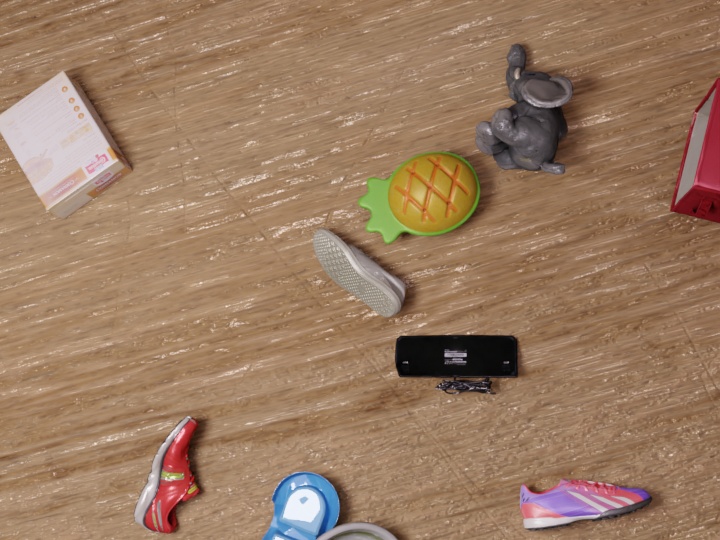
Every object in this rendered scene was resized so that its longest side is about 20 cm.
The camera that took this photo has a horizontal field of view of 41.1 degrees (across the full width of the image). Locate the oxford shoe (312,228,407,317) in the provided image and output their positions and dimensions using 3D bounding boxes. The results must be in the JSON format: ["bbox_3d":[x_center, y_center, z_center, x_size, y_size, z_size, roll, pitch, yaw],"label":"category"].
[{"bbox_3d":[0.000,0.000,1.589,0.200,0.075,0.058,39,47,20],"label":"oxford shoe"}]

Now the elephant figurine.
[{"bbox_3d":[0.285,-0.266,1.559,0.155,0.141,0.200,41,71,-16],"label":"elephant figurine"}]

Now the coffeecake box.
[{"bbox_3d":[-0.522,-0.219,1.686,0.153,0.073,0.201,-34,78,1],"label":"coffeecake box"}]

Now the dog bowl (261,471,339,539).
[{"bbox_3d":[-0.100,0.421,1.537,0.111,0.050,0.201,19,83,10],"label":"dog bowl"}]

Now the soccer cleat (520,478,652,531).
[{"bbox_3d":[0.345,0.350,1.478,0.199,0.068,0.074,-12,75,8],"label":"soccer cleat"}]

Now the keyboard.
[{"bbox_3d":[0.155,0.157,1.558,0.199,0.040,0.105,-1,58,9],"label":"keyboard"}]

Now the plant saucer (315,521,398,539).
[{"bbox_3d":[-0.021,0.483,1.491,0.199,0.050,0.202,-3,97,-22],"label":"plant saucer"}]

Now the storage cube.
[{"bbox_3d":[0.596,-0.166,1.470,0.179,0.171,0.201,14,83,9],"label":"storage cube"}]

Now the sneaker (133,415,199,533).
[{"bbox_3d":[-0.298,0.335,1.574,0.084,0.077,0.201,22,95,6],"label":"sneaker"}]

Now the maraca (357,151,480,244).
[{"bbox_3d":[0.096,-0.119,1.565,0.199,0.107,0.138,-18,77,5],"label":"maraca"}]
